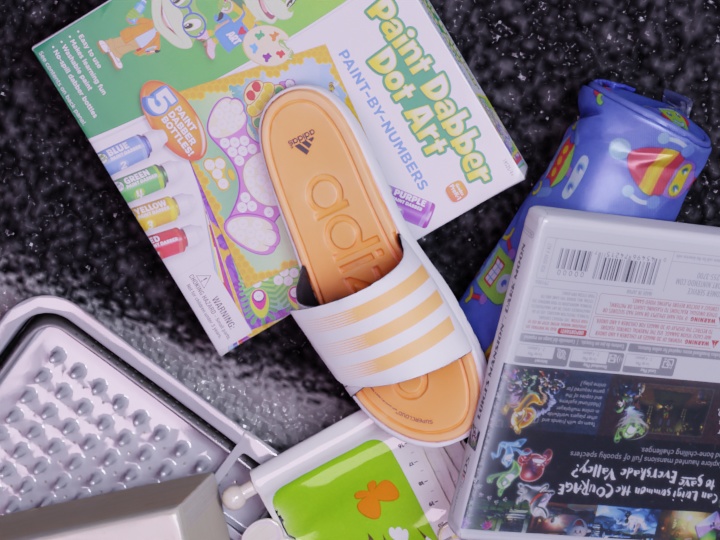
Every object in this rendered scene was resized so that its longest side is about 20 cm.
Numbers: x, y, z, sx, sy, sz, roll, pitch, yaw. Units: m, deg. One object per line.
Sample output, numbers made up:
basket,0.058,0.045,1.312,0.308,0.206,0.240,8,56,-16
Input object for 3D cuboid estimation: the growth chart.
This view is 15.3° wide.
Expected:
growth chart,0.028,0.161,1.481,0.145,0.018,0.200,-37,108,5

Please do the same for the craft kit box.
craft kit box,-0.043,-0.088,1.453,0.197,0.049,0.200,-31,96,8

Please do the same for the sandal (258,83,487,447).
sandal,-0.007,0.003,1.402,0.079,0.059,0.207,-28,88,24

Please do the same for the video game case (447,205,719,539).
video game case,0.158,0.062,1.418,0.199,0.023,0.182,6,109,-24

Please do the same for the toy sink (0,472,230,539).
toy sink,-0.125,0.225,1.444,0.130,0.112,0.201,-13,94,9

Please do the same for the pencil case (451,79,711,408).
pencil case,0.110,-0.010,1.432,0.078,0.087,0.200,17,107,-41

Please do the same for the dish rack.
dish rack,-0.146,0.124,1.505,0.200,0.044,0.172,36,103,-2
